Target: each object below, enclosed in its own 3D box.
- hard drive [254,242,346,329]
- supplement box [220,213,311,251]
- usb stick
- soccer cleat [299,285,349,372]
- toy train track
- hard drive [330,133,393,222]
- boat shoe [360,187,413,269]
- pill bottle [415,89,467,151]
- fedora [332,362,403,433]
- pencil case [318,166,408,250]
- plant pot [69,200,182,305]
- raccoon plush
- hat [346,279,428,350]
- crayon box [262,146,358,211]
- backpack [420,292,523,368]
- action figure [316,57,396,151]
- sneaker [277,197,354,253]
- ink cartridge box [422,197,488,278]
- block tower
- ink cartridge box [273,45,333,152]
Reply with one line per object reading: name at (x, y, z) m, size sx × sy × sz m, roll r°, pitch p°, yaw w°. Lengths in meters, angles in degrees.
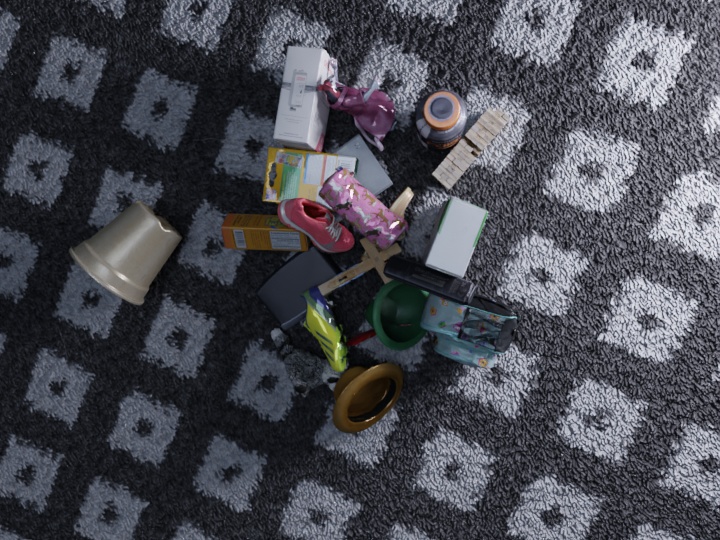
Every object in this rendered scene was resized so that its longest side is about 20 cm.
hard drive at (-0.143, 0.036, 1.308) m, size 0.200 × 0.042 × 0.135 m, roll -39°, pitch 88°, yaw 8°
supplement box at (-0.215, -0.089, 1.288) m, size 0.200 × 0.067 × 0.069 m, roll 4°, pitch 128°, yaw 5°
usb stick at (0.141, 0.018, 1.157) m, size 0.200 × 0.033 × 0.055 m, roll 21°, pitch 67°, yaw 25°
soccer cleat at (-0.082, 0.133, 1.249) m, size 0.084 × 0.065 × 0.200 m, roll -17°, pitch 82°, yaw 10°
toy train track at (0.000, 0.000, 1.232) m, size 0.200 × 0.033 × 0.115 m, roll -29°, pitch 75°, yaw -3°
hard drive at (-0.044, -0.199, 1.288) m, size 0.200 × 0.033 × 0.140 m, roll -34°, pitch 89°, yaw 8°
boat shoe at (0.073, -0.094, 1.265) m, size 0.064 × 0.071 × 0.200 m, roll 30°, pitch 107°, yaw 0°
pill bottle at (0.169, -0.317, 1.170) m, size 0.106 × 0.200 × 0.106 m, roll 0°, pitch 93°, yaw 8°
fedora at (0.004, 0.273, 1.261) m, size 0.082 × 0.201 × 0.201 m, roll 38°, pitch 99°, yaw 41°
pencil case at (0.007, -0.131, 1.183) m, size 0.200 × 0.083 × 0.087 m, roll 42°, pitch 107°, yaw -5°
plant pot at (-0.525, -0.053, 1.290) m, size 0.200 × 0.200 × 0.184 m, roll 42°, pitch 85°, yaw 3°
raccoon plush at (-0.111, 0.198, 1.292) m, size 0.134 × 0.097 × 0.200 m, roll -30°, pitch 89°, yaw 1°
hat at (0.039, 0.099, 1.299) m, size 0.200 × 0.176 × 0.166 m, roll -21°, pitch 101°, yaw -34°
crayon box at (-0.112, -0.203, 1.253) m, size 0.200 × 0.052 × 0.126 m, roll 8°, pitch 95°, yaw 6°
backpack at (0.228, 0.118, 1.201) m, size 0.200 × 0.176 × 0.153 m, roll 25°, pitch 100°, yaw 17°
action figure at (-0.020, -0.364, 1.206) m, size 0.134 × 0.200 × 0.149 m, roll 42°, pitch 117°, yaw 41°
sneaker at (-0.082, -0.096, 1.212) m, size 0.200 × 0.087 × 0.074 m, roll 28°, pitch 65°, yaw -31°
ink cartridge box at (0.195, -0.070, 1.183) m, size 0.083 × 0.200 × 0.147 m, roll 20°, pitch 96°, yaw 2°
block tower at (0.243, -0.271, 1.237) m, size 0.054 × 0.058 × 0.200 m, roll 42°, pitch 95°, yaw 3°
ink cartridge box at (-0.120, -0.371, 1.230) m, size 0.083 × 0.147 × 0.200 m, roll 11°, pitch 94°, yaw 8°
